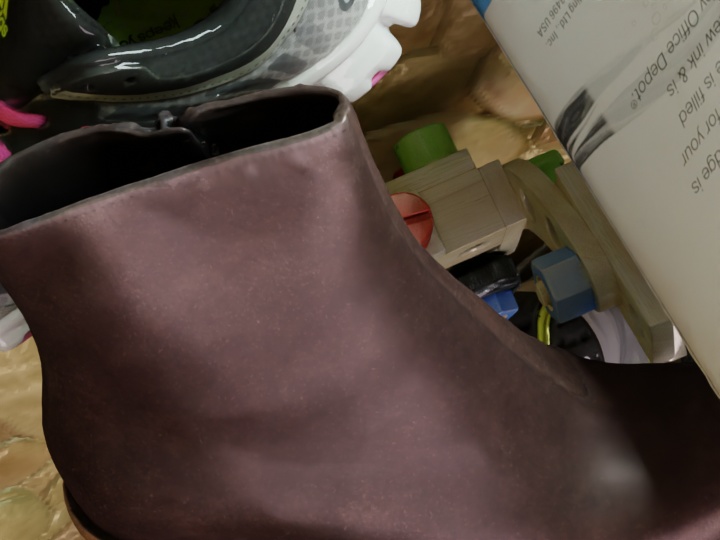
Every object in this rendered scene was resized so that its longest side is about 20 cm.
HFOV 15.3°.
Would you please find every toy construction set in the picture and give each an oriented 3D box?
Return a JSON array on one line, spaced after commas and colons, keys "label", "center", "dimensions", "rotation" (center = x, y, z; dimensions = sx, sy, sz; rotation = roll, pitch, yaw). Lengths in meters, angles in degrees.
[{"label": "toy construction set", "center": [0.000, 0.000, 0.777], "dimensions": [0.200, 0.092, 0.131], "rotation": [-9, 167, -4]}]

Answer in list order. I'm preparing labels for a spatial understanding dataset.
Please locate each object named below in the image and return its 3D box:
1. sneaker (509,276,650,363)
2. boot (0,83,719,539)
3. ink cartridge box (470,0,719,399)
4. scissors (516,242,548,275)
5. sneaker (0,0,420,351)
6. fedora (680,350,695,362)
[{"label": "sneaker", "center": [0.064, 0.062, 0.958], "dimensions": [0.076, 0.075, 0.200], "rotation": [-35, 165, -34]}, {"label": "boot", "center": [0.015, 0.023, 0.672], "dimensions": [0.200, 0.072, 0.167], "rotation": [-11, 135, 4]}, {"label": "ink cartridge box", "center": [0.117, -0.074, 0.676], "dimensions": [0.086, 0.200, 0.147], "rotation": [-1, 140, -39]}, {"label": "scissors", "center": [-0.008, 0.055, 0.941], "dimensions": [0.073, 0.014, 0.200], "rotation": [5, 136, -44]}, {"label": "sneaker", "center": [-0.083, -0.046, 0.678], "dimensions": [0.200, 0.074, 0.087], "rotation": [-32, 145, 1]}, {"label": "fedora", "center": [0.166, 0.026, 0.926], "dimensions": [0.091, 0.201, 0.201], "rotation": [-9, 159, 27]}]
